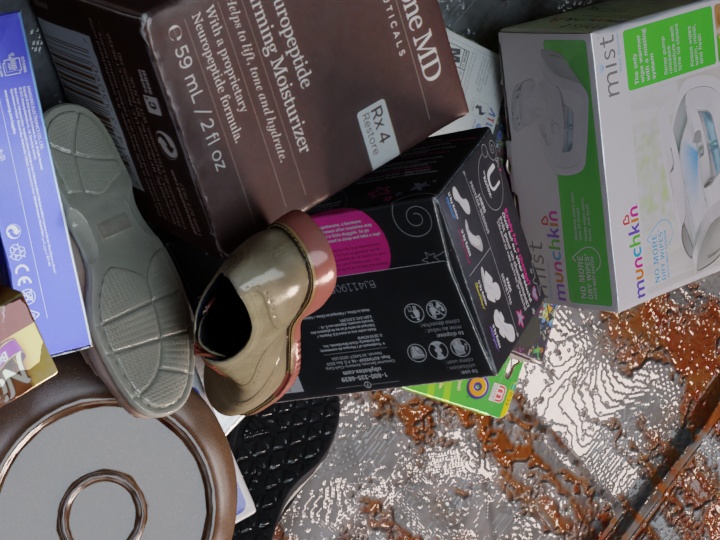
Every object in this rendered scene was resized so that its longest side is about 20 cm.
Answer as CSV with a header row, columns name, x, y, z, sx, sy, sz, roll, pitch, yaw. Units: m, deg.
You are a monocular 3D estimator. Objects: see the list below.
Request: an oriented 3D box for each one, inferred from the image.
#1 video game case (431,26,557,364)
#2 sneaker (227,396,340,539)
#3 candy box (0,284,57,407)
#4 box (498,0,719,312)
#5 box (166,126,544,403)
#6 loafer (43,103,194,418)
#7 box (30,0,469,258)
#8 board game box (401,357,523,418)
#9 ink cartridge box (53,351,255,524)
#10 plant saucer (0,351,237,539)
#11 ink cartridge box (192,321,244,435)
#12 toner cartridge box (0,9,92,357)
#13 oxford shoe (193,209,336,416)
name,x,y,z,sx,sy,sz,roll,pitch,yaw
video game case,0.087,-0.052,1.507,0.180,0.036,0.202,20,82,-37
sneaker,-0.084,0.155,1.455,0.071,0.083,0.201,33,62,-7
candy box,-0.269,0.047,1.200,0.116,0.200,0.057,-32,112,-24
box,0.197,-0.092,1.510,0.176,0.096,0.202,-18,108,-40
box,0.000,0.000,1.356,0.115,0.199,0.133,-51,126,-54
loafer,-0.160,-0.002,1.288,0.072,0.063,0.201,-17,85,-37
box,-0.072,-0.140,1.306,0.199,0.164,0.167,-31,120,-24
board game box,0.045,0.041,1.529,0.199,0.030,0.096,19,90,-35
ink cartridge box,-0.191,0.111,1.330,0.199,0.047,0.199,-26,105,-18
plant saucer,-0.166,0.152,1.307,0.199,0.032,0.202,-3,97,-24
ink cartridge box,-0.188,0.070,1.377,0.162,0.050,0.200,-45,107,-15
toner cartridge box,-0.212,-0.048,1.243,0.043,0.095,0.202,-13,95,-22
oxford shoe,-0.077,0.036,1.269,0.074,0.071,0.200,-27,157,-29
